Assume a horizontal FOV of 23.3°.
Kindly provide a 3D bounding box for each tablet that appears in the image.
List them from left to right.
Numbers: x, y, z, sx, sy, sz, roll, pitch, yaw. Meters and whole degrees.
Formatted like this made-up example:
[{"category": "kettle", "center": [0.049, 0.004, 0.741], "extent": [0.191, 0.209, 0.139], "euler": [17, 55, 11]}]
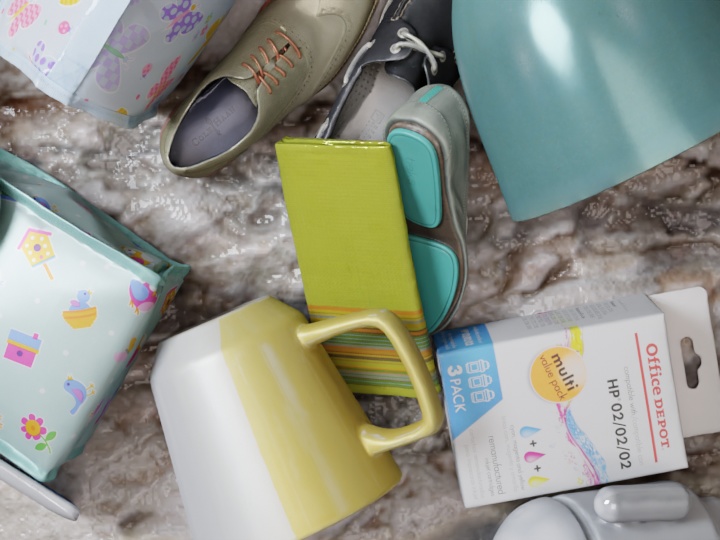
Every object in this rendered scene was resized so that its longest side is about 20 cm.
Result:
[{"category": "tablet", "center": [-0.279, 0.113, 1.194], "extent": [0.200, 0.130, 0.014], "euler": [33, 79, -7]}]

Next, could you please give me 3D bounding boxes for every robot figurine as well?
[{"category": "robot figurine", "center": [0.172, 0.207, 1.209], "extent": [0.200, 0.113, 0.170], "euler": [-5, 129, -23]}]

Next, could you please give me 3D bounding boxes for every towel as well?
[{"category": "towel", "center": [0.000, 0.000, 1.185], "extent": [0.086, 0.018, 0.200], "euler": [3, 123, 23]}]

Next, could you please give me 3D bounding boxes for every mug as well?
[{"category": "mug", "center": [-0.053, 0.095, 1.197], "extent": [0.186, 0.149, 0.153], "euler": [-24, 91, -10]}]

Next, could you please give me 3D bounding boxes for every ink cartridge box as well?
[{"category": "ink cartridge box", "center": [0.159, 0.087, 1.227], "extent": [0.200, 0.068, 0.115], "euler": [-11, 101, 0]}]

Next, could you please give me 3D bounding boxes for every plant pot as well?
[{"category": "plant pot", "center": [0.150, -0.148, 1.123], "extent": [0.200, 0.201, 0.161], "euler": [-28, 95, 4]}]

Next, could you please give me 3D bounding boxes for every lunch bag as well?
[{"category": "lunch bag", "center": [-0.244, 0.017, 1.181], "extent": [0.200, 0.122, 0.170], "euler": [32, 99, 1]}, {"category": "lunch bag", "center": [-0.144, -0.188, 1.104], "extent": [0.127, 0.200, 0.170], "euler": [31, 99, -7]}]

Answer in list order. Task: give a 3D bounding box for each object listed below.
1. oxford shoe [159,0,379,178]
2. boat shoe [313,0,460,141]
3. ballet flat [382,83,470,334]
[{"category": "oxford shoe", "center": [-0.058, -0.134, 1.179], "extent": [0.071, 0.074, 0.200], "euler": [40, 97, -8]}, {"category": "boat shoe", "center": [0.026, -0.131, 1.188], "extent": [0.074, 0.060, 0.200], "euler": [36, 98, -7]}, {"category": "ballet flat", "center": [0.051, -0.040, 1.188], "extent": [0.067, 0.064, 0.200], "euler": [20, 138, 21]}]
